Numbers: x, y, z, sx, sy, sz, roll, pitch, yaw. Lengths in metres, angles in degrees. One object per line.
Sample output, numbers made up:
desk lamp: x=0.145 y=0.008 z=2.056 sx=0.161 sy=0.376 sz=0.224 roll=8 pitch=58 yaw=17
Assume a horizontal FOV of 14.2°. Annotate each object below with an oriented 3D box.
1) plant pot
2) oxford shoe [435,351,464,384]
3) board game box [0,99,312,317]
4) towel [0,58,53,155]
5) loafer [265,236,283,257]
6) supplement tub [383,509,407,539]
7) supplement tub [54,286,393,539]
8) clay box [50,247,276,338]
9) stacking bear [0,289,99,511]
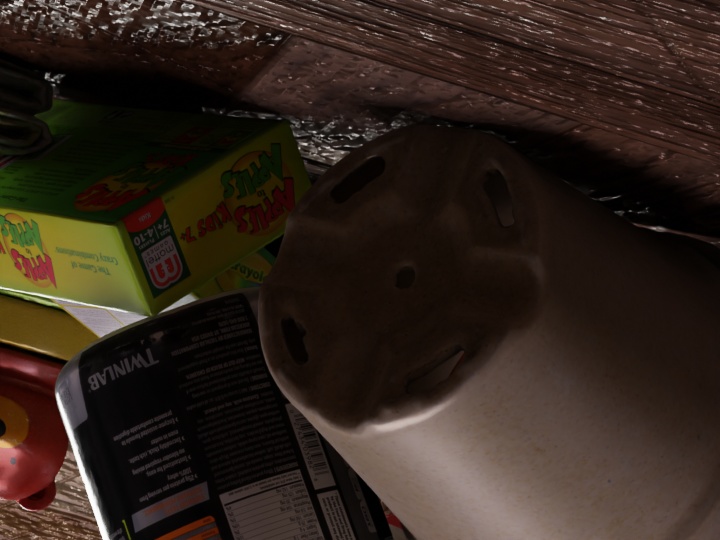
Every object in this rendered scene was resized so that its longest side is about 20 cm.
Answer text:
plant pot: x=0.058 y=0.037 z=1.199 sx=0.200 sy=0.201 sz=0.183 roll=11 pitch=162 yaw=39
oxford shoe: x=0.064 y=0.054 z=1.379 sx=0.200 sy=0.071 sz=0.073 roll=38 pitch=171 yaw=-18
board game box: x=-0.121 y=-0.032 z=1.335 sx=0.101 sy=0.048 sz=0.200 roll=-33 pitch=-156 yaw=-30
towel: x=-0.262 y=-0.099 z=1.352 sx=0.200 sy=0.048 sz=0.171 roll=11 pitch=172 yaw=40
loafer: x=0.000 y=0.000 z=1.462 sx=0.200 sy=0.068 sz=0.076 roll=-12 pitch=-167 yaw=46
supplement tub: x=0.087 y=0.165 z=1.465 sx=0.200 sy=0.141 sz=0.140 roll=-21 pitch=-164 yaw=-31
supplement tub: x=-0.050 y=0.119 z=1.278 sx=0.122 sy=0.201 sz=0.123 roll=-19 pitch=169 yaw=-4
clay box: x=-0.052 y=0.042 z=1.429 sx=0.115 sy=0.048 sz=0.200 roll=1 pitch=150 yaw=44
stacking bear: x=-0.173 y=0.023 z=1.520 sx=0.121 sy=0.201 sz=0.114 roll=16 pitch=175 yaw=-7
